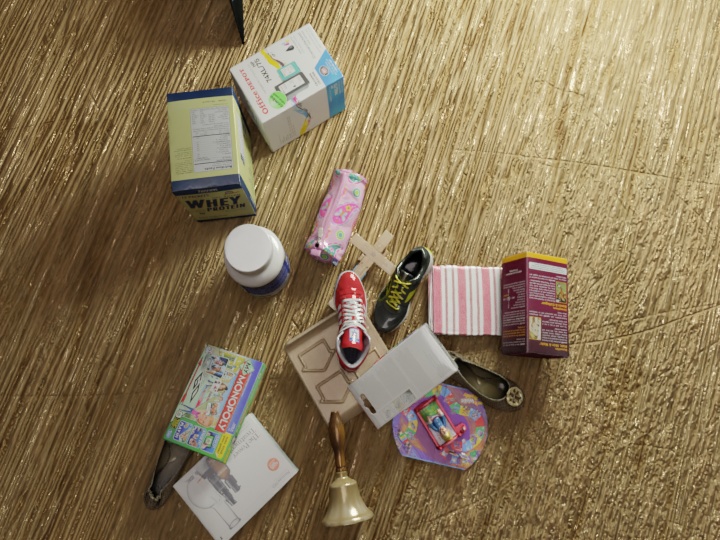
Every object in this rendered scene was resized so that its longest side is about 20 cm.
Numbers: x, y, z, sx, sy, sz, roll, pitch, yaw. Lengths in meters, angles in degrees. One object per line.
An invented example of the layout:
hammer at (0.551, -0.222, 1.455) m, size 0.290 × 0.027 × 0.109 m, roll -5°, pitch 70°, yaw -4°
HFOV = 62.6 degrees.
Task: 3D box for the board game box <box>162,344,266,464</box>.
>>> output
board game box at (-0.287, 0.261, 1.176) m, size 0.132 × 0.029 × 0.203 m, roll 14°, pitch 66°, yaw 14°

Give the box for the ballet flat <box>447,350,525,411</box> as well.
ballet flat at (0.246, 0.222, 1.204) m, size 0.198 × 0.046 × 0.068 m, roll 30°, pitch 68°, yaw 6°

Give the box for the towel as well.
towel at (0.240, 0.065, 1.257) m, size 0.196 × 0.030 × 0.149 m, roll 2°, pitch 79°, yaw -3°

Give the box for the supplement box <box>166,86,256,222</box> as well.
supplement box at (-0.301, -0.230, 1.219) m, size 0.131 × 0.200 × 0.204 m, roll -7°, pitch 78°, yaw -2°

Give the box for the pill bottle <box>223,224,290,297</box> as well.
pill bottle at (-0.207, -0.021, 1.179) m, size 0.117 × 0.200 × 0.122 m, roll 0°, pitch 79°, yaw -1°

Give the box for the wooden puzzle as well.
wooden puzzle at (-0.033, 0.193, 1.220) m, size 0.183 × 0.046 × 0.202 m, roll -31°, pitch 85°, yaw -6°

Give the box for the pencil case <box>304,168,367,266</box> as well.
pencil case at (-0.052, -0.113, 1.258) m, size 0.086 × 0.088 × 0.203 m, roll 20°, pitch 78°, yaw 3°

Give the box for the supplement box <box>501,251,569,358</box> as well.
supplement box at (0.355, 0.074, 1.209) m, size 0.108 × 0.085 × 0.204 m, roll 8°, pitch 78°, yaw -23°

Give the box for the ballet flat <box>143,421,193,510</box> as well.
ballet flat at (-0.377, 0.374, 1.176) m, size 0.066 × 0.046 × 0.203 m, roll 22°, pitch 79°, yaw 3°

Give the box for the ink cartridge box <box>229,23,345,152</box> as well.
ink cartridge box at (-0.153, -0.390, 1.280) m, size 0.198 × 0.146 × 0.148 m, roll -32°, pitch 80°, yaw -6°

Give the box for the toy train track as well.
toy train track at (0.000, 0.000, 1.266) m, size 0.114 × 0.033 × 0.201 m, roll 39°, pitch 86°, yaw 0°

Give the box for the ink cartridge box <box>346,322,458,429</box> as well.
ink cartridge box at (0.083, 0.208, 1.171) m, size 0.199 × 0.050 × 0.110 m, roll -38°, pitch 85°, yaw 8°

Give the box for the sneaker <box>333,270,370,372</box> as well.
sneaker at (-0.017, 0.096, 1.153) m, size 0.070 × 0.113 × 0.204 m, roll -2°, pitch 82°, yaw -4°

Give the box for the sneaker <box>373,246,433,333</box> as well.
sneaker at (0.080, 0.033, 1.222) m, size 0.074 × 0.085 × 0.202 m, roll 26°, pitch 85°, yaw 15°

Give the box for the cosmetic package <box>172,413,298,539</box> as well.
cosmetic package at (-0.243, 0.409, 1.170) m, size 0.200 × 0.052 × 0.151 m, roll -43°, pitch 84°, yaw -9°

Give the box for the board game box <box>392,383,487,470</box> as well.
board game box at (0.164, 0.310, 1.198) m, size 0.196 × 0.039 × 0.161 m, roll 13°, pitch 79°, yaw 1°

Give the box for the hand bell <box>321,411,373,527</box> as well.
hand bell at (-0.039, 0.378, 1.150) m, size 0.102 × 0.104 × 0.204 m, roll -8°, pitch 78°, yaw -2°

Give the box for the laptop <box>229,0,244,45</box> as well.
laptop at (-0.326, -0.635, 1.312) m, size 0.198 × 0.177 × 0.104 m, roll 32°, pitch 79°, yaw 5°
